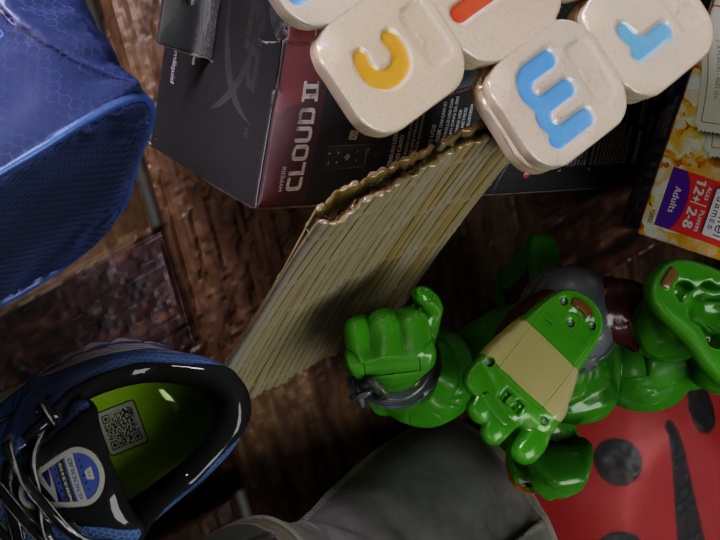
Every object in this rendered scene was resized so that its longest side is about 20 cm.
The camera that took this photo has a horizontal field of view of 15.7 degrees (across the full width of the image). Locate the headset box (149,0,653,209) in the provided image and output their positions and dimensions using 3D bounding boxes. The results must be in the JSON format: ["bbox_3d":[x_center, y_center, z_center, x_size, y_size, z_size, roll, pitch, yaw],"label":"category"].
[{"bbox_3d":[0.017,-0.105,0.932,0.200,0.075,0.149,-6,114,-36],"label":"headset box"}]

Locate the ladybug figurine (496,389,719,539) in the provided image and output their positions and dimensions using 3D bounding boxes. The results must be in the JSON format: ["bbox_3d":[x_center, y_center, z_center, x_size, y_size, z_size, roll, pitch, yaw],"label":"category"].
[{"bbox_3d":[0.117,0.105,1.109,0.136,0.072,0.200,-32,126,-22],"label":"ladybug figurine"}]

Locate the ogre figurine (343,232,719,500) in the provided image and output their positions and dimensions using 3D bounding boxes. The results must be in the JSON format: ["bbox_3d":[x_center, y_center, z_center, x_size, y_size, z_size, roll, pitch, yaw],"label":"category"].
[{"bbox_3d":[0.082,0.032,0.983,0.200,0.120,0.098,-23,89,-18],"label":"ogre figurine"}]

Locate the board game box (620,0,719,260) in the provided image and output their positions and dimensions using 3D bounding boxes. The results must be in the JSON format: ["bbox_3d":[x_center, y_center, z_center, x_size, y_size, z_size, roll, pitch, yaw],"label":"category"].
[{"bbox_3d":[0.152,-0.103,0.984,0.046,0.152,0.200,18,93,2],"label":"board game box"}]

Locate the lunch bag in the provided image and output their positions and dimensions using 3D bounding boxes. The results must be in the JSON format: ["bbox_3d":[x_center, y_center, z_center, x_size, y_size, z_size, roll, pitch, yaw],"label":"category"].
[{"bbox_3d":[-0.176,-0.036,0.764,0.200,0.132,0.136,-33,169,-24],"label":"lunch bag"}]

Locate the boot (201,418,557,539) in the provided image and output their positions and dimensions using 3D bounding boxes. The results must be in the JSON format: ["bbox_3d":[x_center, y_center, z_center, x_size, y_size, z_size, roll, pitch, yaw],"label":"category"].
[{"bbox_3d":[0.025,0.149,0.968,0.200,0.072,0.182,-4,71,-69],"label":"boot"}]

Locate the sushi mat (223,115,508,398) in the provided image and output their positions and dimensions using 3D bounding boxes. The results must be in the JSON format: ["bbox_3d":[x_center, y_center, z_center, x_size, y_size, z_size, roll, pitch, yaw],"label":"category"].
[{"bbox_3d":[0.000,0.000,0.922,0.096,0.012,0.200,-26,167,-24],"label":"sushi mat"}]

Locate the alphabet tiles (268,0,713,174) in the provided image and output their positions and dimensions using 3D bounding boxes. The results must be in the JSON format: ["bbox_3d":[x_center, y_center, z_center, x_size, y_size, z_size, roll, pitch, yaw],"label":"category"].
[{"bbox_3d":[0.034,-0.135,0.853,0.196,0.015,0.200,-38,98,-34],"label":"alphabet tiles"}]

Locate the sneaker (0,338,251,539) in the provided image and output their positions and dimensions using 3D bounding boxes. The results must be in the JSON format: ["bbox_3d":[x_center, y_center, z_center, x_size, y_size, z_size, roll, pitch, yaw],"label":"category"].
[{"bbox_3d":[-0.123,0.073,0.883,0.200,0.089,0.079,-28,96,-30],"label":"sneaker"}]
